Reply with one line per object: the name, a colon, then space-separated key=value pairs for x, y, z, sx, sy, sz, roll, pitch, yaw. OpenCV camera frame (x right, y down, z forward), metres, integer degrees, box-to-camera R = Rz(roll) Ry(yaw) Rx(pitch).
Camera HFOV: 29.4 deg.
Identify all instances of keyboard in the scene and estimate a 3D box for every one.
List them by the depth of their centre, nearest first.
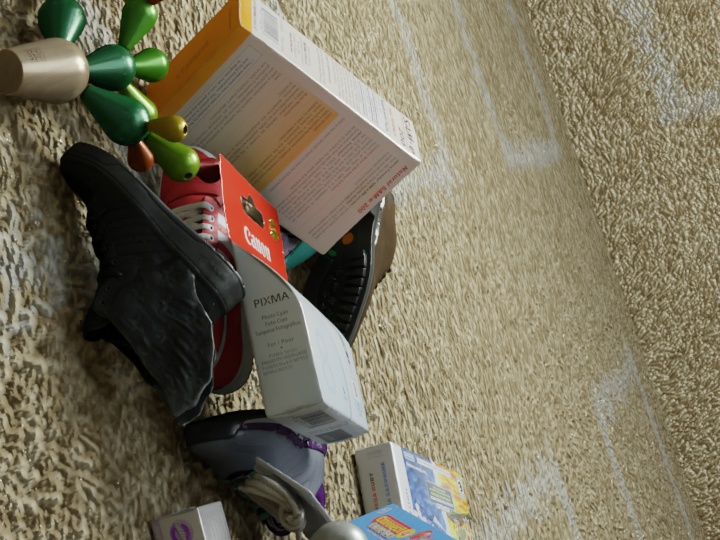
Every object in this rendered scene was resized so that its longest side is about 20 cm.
keyboard: x=-0.028 y=0.201 z=1.051 sx=0.011 sy=0.056 sz=0.200 roll=-56 pitch=147 yaw=-21

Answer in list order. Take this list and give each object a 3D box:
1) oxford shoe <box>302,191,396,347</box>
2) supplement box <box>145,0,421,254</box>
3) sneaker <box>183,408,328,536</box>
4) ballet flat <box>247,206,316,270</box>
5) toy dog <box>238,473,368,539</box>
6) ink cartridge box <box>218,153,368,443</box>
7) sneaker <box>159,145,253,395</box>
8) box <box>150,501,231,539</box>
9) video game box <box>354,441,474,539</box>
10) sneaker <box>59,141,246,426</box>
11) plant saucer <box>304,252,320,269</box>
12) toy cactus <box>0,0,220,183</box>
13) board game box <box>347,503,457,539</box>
oxford shoe: x=0.000 y=0.000 z=1.323 sx=0.084 sy=0.073 sz=0.200 roll=39 pitch=61 yaw=-50
supplement box: x=-0.064 y=-0.122 z=1.146 sx=0.200 sy=0.126 sz=0.074 roll=36 pitch=26 yaw=-27
sneaker: x=-0.069 y=0.158 z=1.058 sx=0.200 sy=0.074 sz=0.088 roll=28 pitch=51 yaw=-65
ballet flat: x=-0.081 y=-0.029 z=1.215 sx=0.200 sy=0.072 sz=0.072 roll=-38 pitch=108 yaw=-71
toy dog: x=-0.033 y=0.246 z=1.006 sx=0.096 sy=0.132 sz=0.200 roll=-56 pitch=146 yaw=-21
ink cartridge box: x=-0.048 y=0.022 z=1.034 sx=0.160 sy=0.047 sz=0.200 roll=47 pitch=30 yaw=-72
sneaker: x=-0.133 y=-0.011 z=1.035 sx=0.112 sy=0.071 sz=0.200 roll=31 pitch=46 yaw=-67
box: x=-0.093 y=0.260 z=0.937 sx=0.041 sy=0.039 sz=0.200 roll=3 pitch=69 yaw=-72
video game box: x=0.066 y=0.277 z=1.362 sx=0.200 sy=0.047 sz=0.183 roll=35 pitch=43 yaw=-60
sneaker: x=-0.159 y=0.006 z=0.939 sx=0.200 sy=0.104 sz=0.060 roll=40 pitch=-20 yaw=11
plant saucer: x=-0.047 y=-0.077 z=1.405 sx=0.200 sy=0.029 sz=0.200 roll=-19 pitch=90 yaw=-72
toy cactus: x=-0.183 y=-0.144 z=0.974 sx=0.165 sy=0.102 sz=0.200 roll=-16 pitch=79 yaw=-57
board game box: x=0.063 y=0.309 z=1.132 sx=0.200 sy=0.056 sz=0.196 roll=-174 pitch=-114 yaw=-72
